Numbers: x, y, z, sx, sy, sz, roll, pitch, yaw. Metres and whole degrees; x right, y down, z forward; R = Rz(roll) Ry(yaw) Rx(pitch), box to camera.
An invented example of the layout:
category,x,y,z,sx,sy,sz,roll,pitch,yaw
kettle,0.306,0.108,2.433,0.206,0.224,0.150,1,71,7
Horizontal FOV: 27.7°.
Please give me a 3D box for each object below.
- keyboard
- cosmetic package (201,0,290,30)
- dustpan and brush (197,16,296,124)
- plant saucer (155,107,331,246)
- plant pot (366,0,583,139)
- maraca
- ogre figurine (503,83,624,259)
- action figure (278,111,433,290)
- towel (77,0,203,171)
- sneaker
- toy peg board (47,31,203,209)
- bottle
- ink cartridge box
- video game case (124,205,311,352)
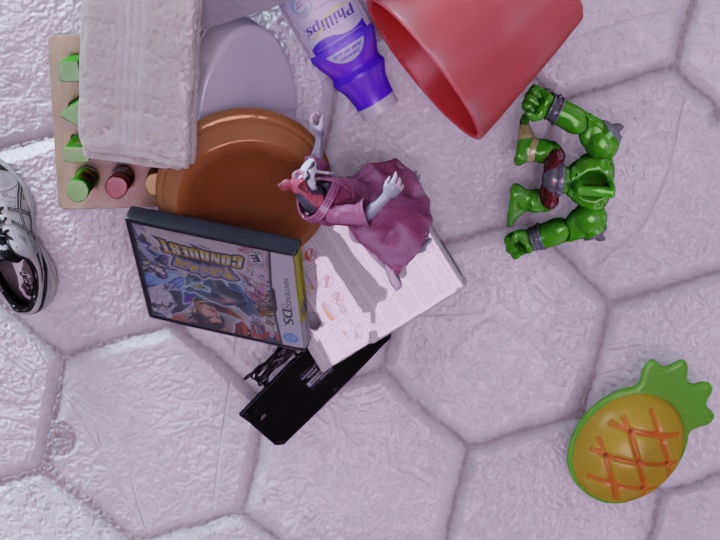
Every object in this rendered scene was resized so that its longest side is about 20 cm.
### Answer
category,x,y,z,sx,sy,sz,roll,pitch,yaw
keyboard,-0.064,0.111,1.756,0.200,0.040,0.104,-45,120,2
cosmetic package,-0.159,-0.326,1.578,0.199,0.074,0.102,-14,69,12
dustpan and brush,-0.135,-0.260,1.633,0.139,0.057,0.201,-7,106,-38
plant saucer,-0.128,-0.084,1.626,0.199,0.038,0.201,-5,123,-8
plant pot,0.134,-0.275,1.596,0.177,0.200,0.201,-40,103,-3
maraca,0.336,0.195,1.754,0.137,0.107,0.200,39,99,-18
ogre figurine,0.234,-0.105,1.681,0.119,0.098,0.201,9,93,7
action figure,-0.017,-0.075,1.597,0.199,0.134,0.149,5,124,-42
towel,-0.234,-0.209,1.549,0.132,0.034,0.201,9,108,10
sneaker,-0.406,-0.042,1.671,0.075,0.088,0.201,-24,102,5
toy peg board,-0.252,-0.163,1.643,0.198,0.098,0.201,-1,105,-2
bottle,-0.027,-0.266,1.643,0.083,0.065,0.201,-29,104,4
ink cartridge box,0.000,0.000,1.713,0.199,0.050,0.161,-32,94,11
video game case,-0.158,0.012,1.648,0.199,0.026,0.181,11,143,12
